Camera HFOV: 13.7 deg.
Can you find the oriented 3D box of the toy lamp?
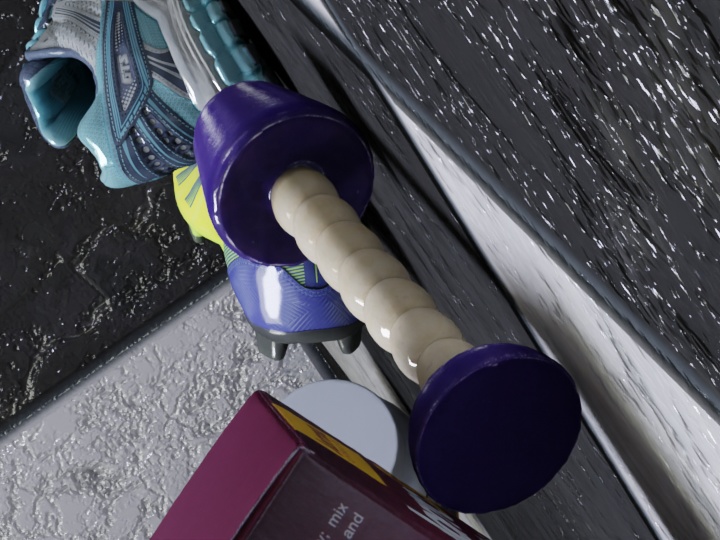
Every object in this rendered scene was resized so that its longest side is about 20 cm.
[{"bbox_3d":[0.000,0.000,0.899,0.058,0.058,0.200,58,177,-38],"label":"toy lamp"}]

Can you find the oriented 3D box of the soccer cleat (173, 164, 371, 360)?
[{"bbox_3d":[-0.034,-0.035,1.206,0.200,0.064,0.084,-121,28,-64],"label":"soccer cleat"}]

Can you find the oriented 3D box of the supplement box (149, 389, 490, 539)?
[{"bbox_3d":[0.035,0.126,0.816,0.200,0.086,0.110,34,180,-10],"label":"supplement box"}]

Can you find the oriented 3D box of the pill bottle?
[{"bbox_3d":[-0.002,0.150,2.033,0.117,0.116,0.200,54,176,24],"label":"pill bottle"}]

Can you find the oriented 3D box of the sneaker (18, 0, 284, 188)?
[{"bbox_3d":[-0.102,-0.096,1.174,0.078,0.086,0.200,58,176,-32],"label":"sneaker"}]
